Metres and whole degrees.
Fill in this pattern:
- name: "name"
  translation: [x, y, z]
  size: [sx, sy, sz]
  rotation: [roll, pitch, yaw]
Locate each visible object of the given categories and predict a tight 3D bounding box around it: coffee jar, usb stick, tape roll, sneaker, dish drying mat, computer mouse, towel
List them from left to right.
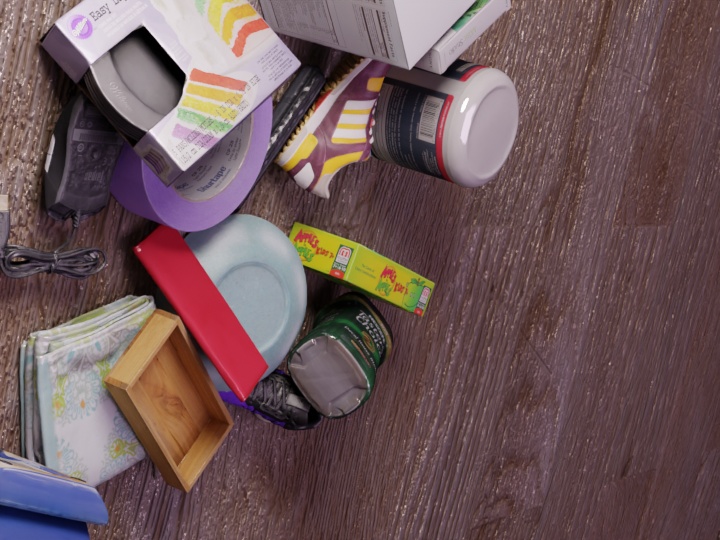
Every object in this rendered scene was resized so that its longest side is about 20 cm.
- name: "computer mouse"
  translation: [-0.297, -0.088, 1.456]
  size: [0.139, 0.046, 0.203]
  rotation: [-7, 115, -47]
- name: "towel"
  translation: [-0.279, 0.136, 1.590]
  size: [0.170, 0.048, 0.203]
  rotation: [-24, 126, -48]
- name: "tape roll"
  translation: [-0.178, -0.145, 1.575]
  size: [0.199, 0.065, 0.203]
  rotation: [-31, 130, -45]
- name: "dish drying mat"
  translation: [-0.169, 0.042, 1.621]
  size: [0.201, 0.018, 0.077]
  rotation: [57, 29, -13]
- name: "usb stick"
  translation: [-0.102, -0.147, 1.701]
  size: [0.033, 0.055, 0.201]
  rotation: [39, 70, -19]
- name: "sneaker"
  translation: [-0.105, 0.142, 1.799]
  size: [0.200, 0.099, 0.070]
  rotation: [36, 76, -56]
- name: "coffee jar"
  translation: [-0.020, 0.097, 1.841]
  size: [0.085, 0.105, 0.200]
  rotation: [-36, -173, 17]
- name: "sneaker"
  translation: [-0.010, -0.178, 1.742]
  size: [0.090, 0.075, 0.200]
  rotation: [39, 98, -18]

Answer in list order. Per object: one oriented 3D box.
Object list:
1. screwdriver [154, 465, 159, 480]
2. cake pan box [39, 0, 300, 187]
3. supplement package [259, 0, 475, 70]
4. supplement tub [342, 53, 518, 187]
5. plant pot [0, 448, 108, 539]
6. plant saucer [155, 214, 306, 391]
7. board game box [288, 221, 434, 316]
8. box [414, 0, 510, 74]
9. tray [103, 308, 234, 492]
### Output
- name: "screwdriver"
  translation: [-0.230, 0.156, 1.694]
  size: [0.029, 0.028, 0.202]
  rotation: [0, 122, -18]
- name: "cake pan box"
  translation: [-0.181, -0.206, 1.456]
  size: [0.185, 0.052, 0.200]
  rotation: [49, 56, -5]
- name: "supplement package"
  translation: [0.002, -0.336, 1.616]
  size: [0.152, 0.198, 0.152]
  rotation: [-47, 141, -30]
- name: "supplement tub"
  translation: [0.075, -0.189, 1.802]
  size: [0.140, 0.198, 0.142]
  rotation: [-31, 131, -44]
- name: "plant pot"
  translation: [-0.361, 0.256, 1.403]
  size: [0.200, 0.198, 0.182]
  rotation: [29, 77, -56]
- name: "plant saucer"
  translation: [-0.134, 0.040, 1.699]
  size: [0.199, 0.039, 0.204]
  rotation: [-8, 104, -34]
- name: "board game box"
  translation: [0.000, 0.000, 1.881]
  size: [0.199, 0.101, 0.048]
  rotation: [26, 84, -57]
- name: "box"
  translation: [0.049, -0.295, 1.708]
  size: [0.144, 0.198, 0.037]
  rotation: [-46, 144, -33]
- name: "tray"
  translation: [-0.204, 0.143, 1.639]
  size: [0.099, 0.037, 0.201]
  rotation: [-56, 148, -28]
